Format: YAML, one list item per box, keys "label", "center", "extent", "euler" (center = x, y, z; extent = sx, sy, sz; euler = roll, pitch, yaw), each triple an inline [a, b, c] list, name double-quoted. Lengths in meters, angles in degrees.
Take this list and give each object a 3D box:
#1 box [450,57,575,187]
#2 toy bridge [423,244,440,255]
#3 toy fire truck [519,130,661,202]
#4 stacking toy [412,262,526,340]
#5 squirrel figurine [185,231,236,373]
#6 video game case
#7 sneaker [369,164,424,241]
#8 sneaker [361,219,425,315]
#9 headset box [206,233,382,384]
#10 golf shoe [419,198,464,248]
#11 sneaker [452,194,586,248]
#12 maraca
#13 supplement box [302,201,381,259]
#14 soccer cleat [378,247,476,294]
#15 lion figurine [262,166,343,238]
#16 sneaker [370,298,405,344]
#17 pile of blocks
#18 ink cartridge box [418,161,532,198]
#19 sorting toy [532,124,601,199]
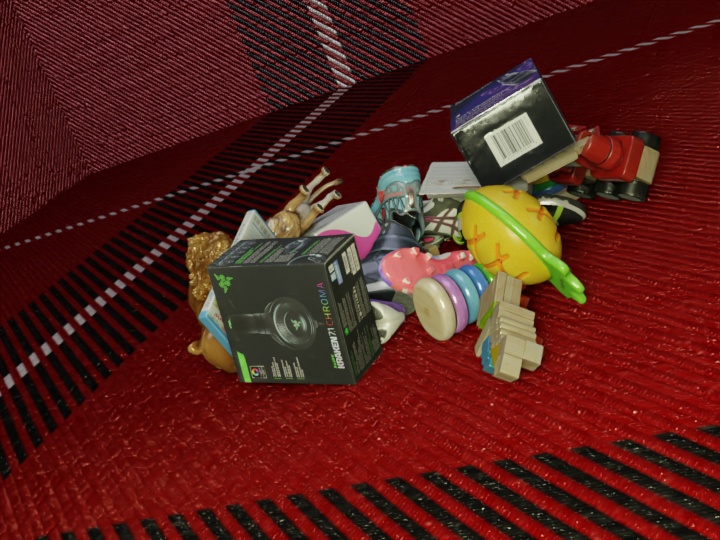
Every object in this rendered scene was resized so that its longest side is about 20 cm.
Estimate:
- label: "box"
  center: [0.213, -0.209, 1.648]
  extent: [0.147, 0.105, 0.200]
  euler: [-30, 14, 12]
- label: "toy bridge"
  center: [0.028, 0.014, 1.785]
  extent: [0.198, 0.028, 0.067]
  euler: [-29, 15, -17]
- label: "toy fire truck"
  center: [0.308, -0.161, 1.685]
  extent: [0.198, 0.131, 0.175]
  euler: [19, -3, -28]
- label: "stacking toy"
  center: [0.169, 0.016, 1.523]
  extent: [0.198, 0.087, 0.085]
  euler: [-24, 16, -23]
- label: "squirrel figurine"
  center: [-0.209, 0.048, 1.709]
  extent: [0.139, 0.202, 0.188]
  euler: [-9, 32, 9]
- label: "video game case"
  center: [-0.150, 0.035, 1.642]
  extent: [0.018, 0.144, 0.202]
  euler: [-10, 43, 33]
- label: "sneaker"
  center: [0.056, -0.072, 1.767]
  extent: [0.078, 0.097, 0.201]
  euler: [-10, -27, -7]
- label: "sneaker"
  center: [0.001, 0.001, 1.694]
  extent: [0.199, 0.077, 0.148]
  euler: [-3, 47, 20]
- label: "headset box"
  center: [-0.091, 0.052, 1.527]
  extent: [0.197, 0.177, 0.093]
  euler: [-1, 24, 29]
- label: "golf shoe"
  center: [0.154, -0.089, 1.823]
  extent: [0.198, 0.089, 0.077]
  euler: [-11, 14, 31]
- label: "sneaker"
  center: [0.234, -0.061, 1.700]
  extent: [0.196, 0.084, 0.072]
  euler: [-1, -14, 3]
- label: "maraca"
  center: [0.204, -0.031, 1.440]
  extent: [0.107, 0.200, 0.137]
  euler: [-48, -22, 0]
- label: "supplement box"
  center: [-0.030, -0.039, 1.823]
  extent: [0.103, 0.102, 0.200]
  euler: [-32, 8, -13]
- label: "soccer cleat"
  center: [0.088, 0.008, 1.586]
  extent: [0.198, 0.068, 0.076]
  euler: [-6, -20, -46]
- label: "lion figurine"
  center: [-0.097, -0.084, 1.788]
  extent: [0.123, 0.073, 0.200]
  euler: [-46, -6, 26]
- label: "sneaker"
  center: [-0.024, 0.078, 1.618]
  extent: [0.197, 0.082, 0.083]
  euler: [-3, 8, 31]
- label: "pile of blocks"
  center: [0.179, 0.082, 1.360]
  extent: [0.061, 0.083, 0.201]
  euler: [19, 28, -8]
- label: "ink cartridge box"
  center: [0.176, -0.121, 1.722]
  extent: [0.159, 0.051, 0.200]
  euler: [-1, 20, 10]
- label: "sorting toy"
  center: [0.325, -0.174, 1.894]
  extent: [0.198, 0.070, 0.198]
  euler: [-27, 18, -13]
